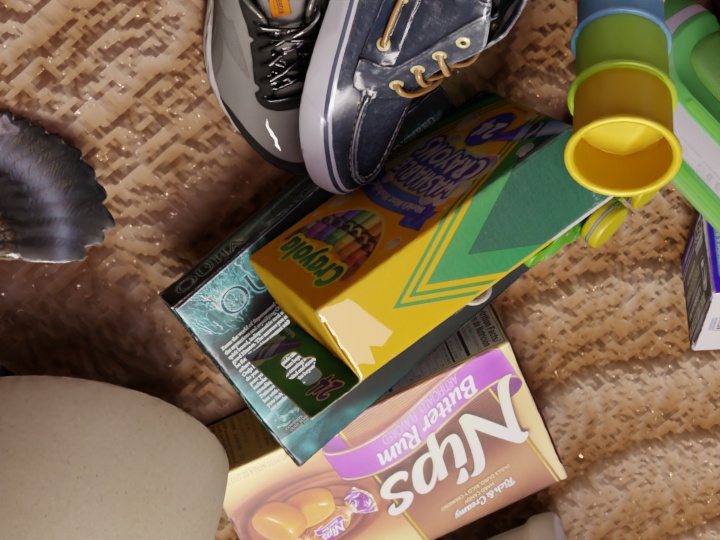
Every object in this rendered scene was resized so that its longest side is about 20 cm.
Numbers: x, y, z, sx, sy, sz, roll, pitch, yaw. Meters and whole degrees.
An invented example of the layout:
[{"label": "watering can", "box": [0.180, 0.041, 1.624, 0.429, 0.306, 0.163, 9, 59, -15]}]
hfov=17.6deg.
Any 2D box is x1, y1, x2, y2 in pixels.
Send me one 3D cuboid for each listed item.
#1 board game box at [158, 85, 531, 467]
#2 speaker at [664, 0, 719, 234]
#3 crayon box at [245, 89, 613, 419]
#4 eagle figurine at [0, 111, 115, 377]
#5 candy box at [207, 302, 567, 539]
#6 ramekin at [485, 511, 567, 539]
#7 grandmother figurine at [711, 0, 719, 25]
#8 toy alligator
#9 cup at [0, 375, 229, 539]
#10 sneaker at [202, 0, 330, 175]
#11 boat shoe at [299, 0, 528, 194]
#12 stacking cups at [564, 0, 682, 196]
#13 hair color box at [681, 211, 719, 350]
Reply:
[{"label": "board game box", "box": [0.000, 0.000, 1.339, 0.200, 0.028, 0.135, -40, 118, -6]}, {"label": "speaker", "box": [0.217, -0.060, 1.296, 0.088, 0.200, 0.088, -39, 167, -11]}, {"label": "crayon box", "box": [0.023, -0.014, 1.253, 0.200, 0.126, 0.052, -37, 112, -8]}, {"label": "eagle figurine", "box": [-0.255, -0.010, 1.254, 0.151, 0.152, 0.200, -11, 171, 38]}, {"label": "candy box", "box": [0.014, 0.114, 1.425, 0.199, 0.057, 0.117, -24, 123, 1]}, {"label": "ramekin", "box": [0.101, 0.259, 1.461, 0.094, 0.203, 0.203, -13, 124, 6]}, {"label": "grandmother figurine", "box": [0.254, -0.155, 1.332, 0.121, 0.061, 0.201, 24, 120, 8]}, {"label": "toy alligator", "box": [0.115, -0.032, 1.339, 0.200, 0.059, 0.054, -41, 164, -27]}, {"label": "cup", "box": [-0.177, 0.170, 1.307, 0.199, 0.144, 0.201, 1, 147, 1]}, {"label": "sneaker", "box": [-0.048, -0.134, 1.246, 0.074, 0.079, 0.201, -16, 124, -8]}, {"label": "boat shoe", "box": [0.030, -0.118, 1.221, 0.071, 0.091, 0.201, -33, 142, -52]}, {"label": "stacking cups", "box": [0.140, -0.130, 1.229, 0.060, 0.201, 0.061, 4, 139, 3]}, {"label": "hair color box", "box": [0.297, -0.002, 1.379, 0.199, 0.065, 0.109, -5, 161, -1]}]
